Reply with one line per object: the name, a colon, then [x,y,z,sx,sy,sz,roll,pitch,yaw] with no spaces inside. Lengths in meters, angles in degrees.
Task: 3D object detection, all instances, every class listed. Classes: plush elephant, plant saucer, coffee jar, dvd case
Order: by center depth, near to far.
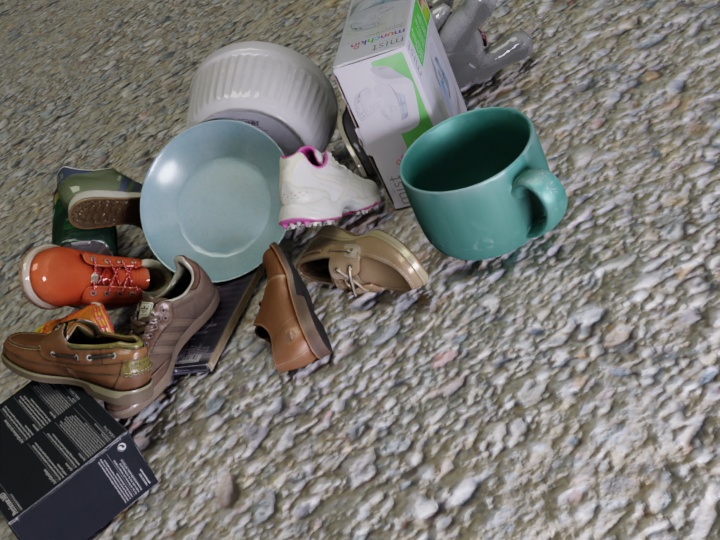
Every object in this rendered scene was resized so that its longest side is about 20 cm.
dvd case: [-0.200,0.050,1.346,0.147,0.016,0.201,-8,38,29]
plant saucer: [-0.170,-0.082,1.384,0.198,0.039,0.204,-3,79,14]
plush elephant: [0.103,-0.315,1.500,0.200,0.164,0.156,-42,55,20]
coffee jar: [-0.366,-0.043,1.508,0.084,0.105,0.201,-6,32,-11]

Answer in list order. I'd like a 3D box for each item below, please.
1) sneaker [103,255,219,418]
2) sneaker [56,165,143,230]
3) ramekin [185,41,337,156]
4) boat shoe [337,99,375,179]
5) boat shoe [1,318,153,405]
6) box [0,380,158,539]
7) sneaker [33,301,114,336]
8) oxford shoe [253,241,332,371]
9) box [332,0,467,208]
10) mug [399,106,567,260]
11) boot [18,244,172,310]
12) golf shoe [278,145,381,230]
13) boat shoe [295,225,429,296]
sneaker: [-0.234,0.069,1.259,0.070,0.076,0.201,0,45,35]
sneaker: [-0.303,-0.100,1.469,0.090,0.199,0.067,51,122,33]
ramekin: [-0.133,-0.183,1.462,0.198,0.201,0.106,-11,45,23]
boat shoe: [0.011,-0.184,1.469,0.062,0.073,0.201,-22,28,10]
boat shoe: [-0.298,0.082,1.198,0.198,0.069,0.072,10,21,26]
box: [-0.320,0.196,1.172,0.141,0.079,0.199,-35,34,-20]
sneaker: [-0.328,0.084,1.302,0.077,0.074,0.199,-21,1,-31]
oxford shoe: [-0.090,0.036,1.241,0.071,0.072,0.201,-29,34,5]
box: [0.052,-0.210,1.358,0.096,0.201,0.177,-14,34,18]
mug: [0.131,-0.075,1.193,0.150,0.115,0.186,-22,34,7]
boot: [-0.306,0.006,1.325,0.106,0.076,0.199,-5,-6,27]
golf shoe: [-0.033,-0.102,1.316,0.074,0.093,0.200,-9,5,25]
boat shoe: [0.000,0.000,1.232,0.065,0.072,0.199,-45,27,-19]
